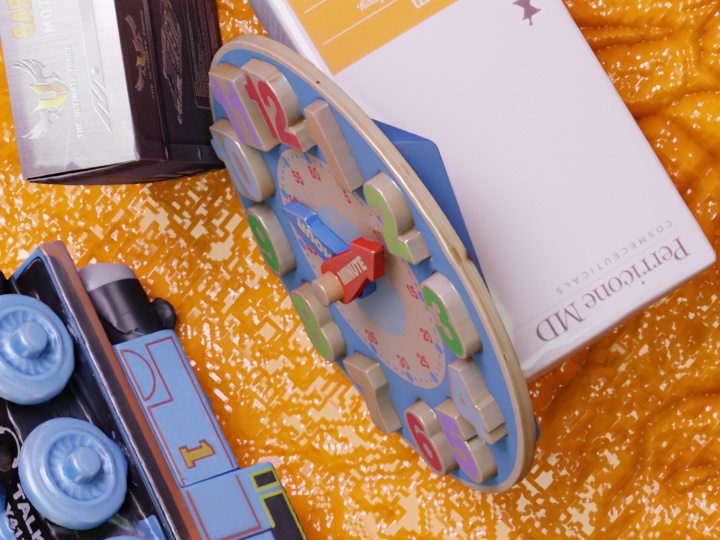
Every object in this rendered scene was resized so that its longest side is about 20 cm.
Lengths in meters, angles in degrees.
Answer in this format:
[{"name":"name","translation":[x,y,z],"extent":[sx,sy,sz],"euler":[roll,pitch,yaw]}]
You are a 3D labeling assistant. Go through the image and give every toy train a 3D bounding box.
[{"name":"toy train","translation":[-0.098,0.083,1.195],"extent":[0.087,0.114,0.201],"euler":[-42,70,48]}]

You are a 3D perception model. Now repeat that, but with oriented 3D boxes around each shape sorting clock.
[{"name":"shape sorting clock","translation":[0.000,0.000,1.135],"extent":[0.039,0.200,0.201],"euler":[-29,85,-19]}]

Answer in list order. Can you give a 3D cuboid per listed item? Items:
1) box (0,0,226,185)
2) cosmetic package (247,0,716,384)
[{"name":"box","translation":[-0.101,-0.135,1.166],"extent":[0.048,0.158,0.201],"euler":[-9,91,12]},{"name":"cosmetic package","translation":[0.043,-0.060,1.170],"extent":[0.101,0.071,0.201],"euler":[-31,85,-4]}]
